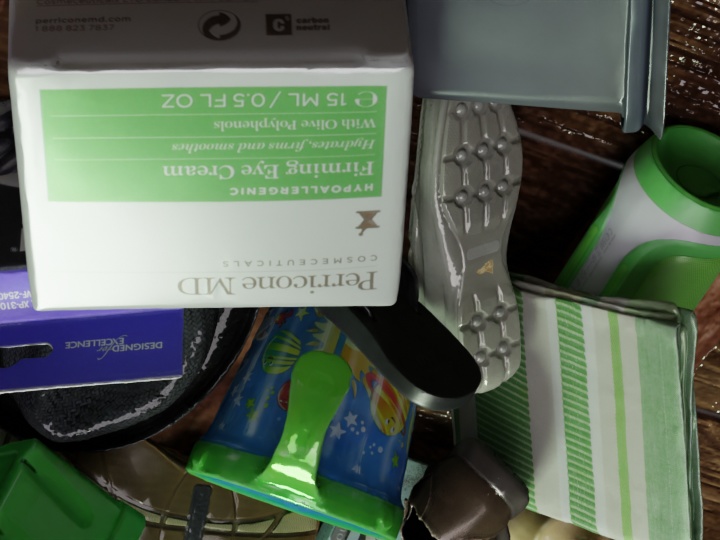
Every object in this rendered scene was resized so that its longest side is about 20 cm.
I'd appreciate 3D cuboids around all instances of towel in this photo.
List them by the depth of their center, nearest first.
[{"bbox_3d":[0.123,0.078,1.452,0.023,0.199,0.153,-17,110,-38],"label":"towel"}]

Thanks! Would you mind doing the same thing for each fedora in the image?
[{"bbox_3d":[-0.147,0.033,1.432,0.199,0.092,0.202,-4,113,-10],"label":"fedora"}]

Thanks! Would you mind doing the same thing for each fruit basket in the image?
[{"bbox_3d":[-0.219,0.209,1.488,0.214,0.156,0.216,10,131,12],"label":"fruit basket"}]

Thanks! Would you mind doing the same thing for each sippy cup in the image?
[{"bbox_3d":[-0.022,0.081,1.485,0.139,0.131,0.178,23,172,-31],"label":"sippy cup"}]

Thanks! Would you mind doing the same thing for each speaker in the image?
[{"bbox_3d":[0.162,0.009,1.471,0.088,0.089,0.200,15,131,-16],"label":"speaker"}]

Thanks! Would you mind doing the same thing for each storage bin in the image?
[{"bbox_3d":[0.089,-0.179,1.248,0.133,0.146,0.201,0,131,2],"label":"storage bin"}]

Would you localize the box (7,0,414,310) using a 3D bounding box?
[{"bbox_3d":[-0.078,-0.106,1.271,0.198,0.201,0.172,-1,136,-4],"label":"box"}]

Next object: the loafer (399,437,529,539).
[{"bbox_3d":[0.049,0.159,1.517,0.071,0.073,0.200,-43,167,-17],"label":"loafer"}]

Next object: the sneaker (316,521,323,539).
[{"bbox_3d":[-0.099,0.167,1.619,0.199,0.071,0.076,-2,128,-3],"label":"sneaker"}]

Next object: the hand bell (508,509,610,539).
[{"bbox_3d":[0.149,0.189,1.546,0.104,0.200,0.105,-9,115,-19],"label":"hand bell"}]

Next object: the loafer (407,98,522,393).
[{"bbox_3d":[0.053,-0.027,1.425,0.070,0.070,0.201,-13,112,-33],"label":"loafer"}]

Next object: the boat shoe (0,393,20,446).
[{"bbox_3d":[-0.246,0.091,1.542,0.068,0.075,0.201,19,119,-18],"label":"boat shoe"}]

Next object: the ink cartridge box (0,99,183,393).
[{"bbox_3d":[-0.193,-0.017,1.348,0.197,0.201,0.044,-6,136,2],"label":"ink cartridge box"}]

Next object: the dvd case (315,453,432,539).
[{"bbox_3d":[0.056,0.208,1.642,0.199,0.022,0.147,24,96,-26],"label":"dvd case"}]

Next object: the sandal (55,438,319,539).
[{"bbox_3d":[-0.123,0.143,1.568,0.199,0.054,0.081,14,96,-21],"label":"sandal"}]

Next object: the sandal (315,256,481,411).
[{"bbox_3d":[0.000,0.000,1.404,0.075,0.200,0.045,-19,142,-41],"label":"sandal"}]
